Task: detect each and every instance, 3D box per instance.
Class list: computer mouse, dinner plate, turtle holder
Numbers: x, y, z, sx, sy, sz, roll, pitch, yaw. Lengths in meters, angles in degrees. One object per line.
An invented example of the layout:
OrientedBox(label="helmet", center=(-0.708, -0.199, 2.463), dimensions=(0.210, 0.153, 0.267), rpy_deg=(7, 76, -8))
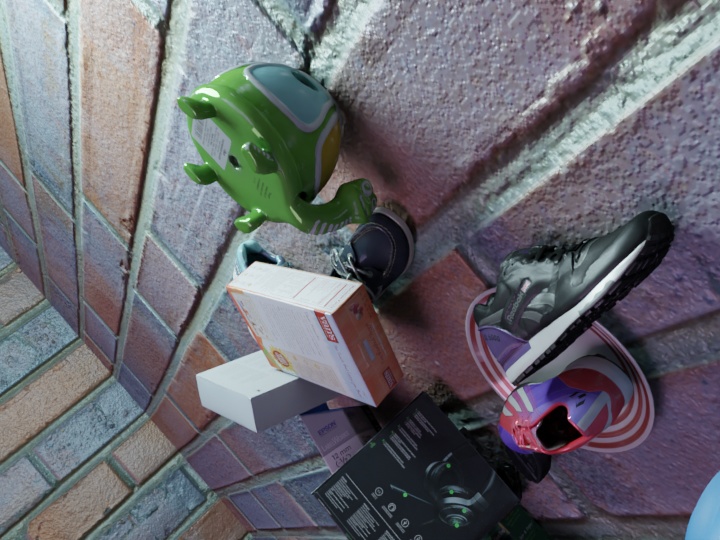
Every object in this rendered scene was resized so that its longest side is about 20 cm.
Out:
OrientedBox(label="computer mouse", center=(0.195, 0.229, 0.818), dimensions=(0.059, 0.034, 0.201), rpy_deg=(51, 162, 28))
OrientedBox(label="dinner plate", center=(0.188, 0.092, 0.665), dimensions=(0.199, 0.024, 0.201), rpy_deg=(34, 149, 24))
OrientedBox(label="turtle holder", center=(-0.074, -0.121, 0.661), dimensions=(0.185, 0.132, 0.142), rpy_deg=(28, 144, 31))

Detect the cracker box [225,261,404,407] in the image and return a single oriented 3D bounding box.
OrientedBox(label="cracker box", center=(-0.056, 0.069, 0.806), dimensions=(0.199, 0.058, 0.135), rpy_deg=(12, 135, 46))

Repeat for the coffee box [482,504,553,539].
OrientedBox(label="coffee box", center=(0.159, 0.325, 0.959), dimensions=(0.200, 0.044, 0.123), rpy_deg=(45, 151, 8))

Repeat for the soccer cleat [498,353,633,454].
OrientedBox(label="soccer cleat", center=(0.172, 0.142, 0.647), dimensions=(0.068, 0.073, 0.200), rpy_deg=(44, 150, 7))

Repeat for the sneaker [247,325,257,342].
OrientedBox(label="sneaker", center=(-0.105, 0.139, 1.075), dimensions=(0.080, 0.070, 0.201), rpy_deg=(5, 129, 52))

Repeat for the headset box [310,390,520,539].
OrientedBox(label="headset box", center=(0.070, 0.274, 0.857), dimensions=(0.174, 0.200, 0.093), rpy_deg=(46, 170, 12))

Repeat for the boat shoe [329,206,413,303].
OrientedBox(label="boat shoe", center=(0.000, 0.000, 0.773), dimensions=(0.075, 0.062, 0.200), rpy_deg=(46, 151, 4))

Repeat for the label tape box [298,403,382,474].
OrientedBox(label="label tape box", center=(-0.012, 0.241, 0.997), dimensions=(0.201, 0.066, 0.143), rpy_deg=(60, -172, 15))

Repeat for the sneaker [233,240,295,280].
OrientedBox(label="sneaker", center=(-0.106, 0.031, 0.945), dimensions=(0.199, 0.078, 0.087), rpy_deg=(34, 145, 25))

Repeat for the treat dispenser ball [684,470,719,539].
OrientedBox(label="treat dispenser ball", center=(0.314, 0.203, 0.438), dimensions=(0.200, 0.201, 0.202), rpy_deg=(34, 148, 25))

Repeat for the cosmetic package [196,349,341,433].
OrientedBox(label="cosmetic package", center=(-0.097, 0.143, 0.933), dimensions=(0.150, 0.199, 0.052), rpy_deg=(3, 107, 52))

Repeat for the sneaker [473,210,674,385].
OrientedBox(label="sneaker", center=(0.152, 0.008, 0.549), dimensions=(0.088, 0.075, 0.200), rpy_deg=(54, 138, 19))
